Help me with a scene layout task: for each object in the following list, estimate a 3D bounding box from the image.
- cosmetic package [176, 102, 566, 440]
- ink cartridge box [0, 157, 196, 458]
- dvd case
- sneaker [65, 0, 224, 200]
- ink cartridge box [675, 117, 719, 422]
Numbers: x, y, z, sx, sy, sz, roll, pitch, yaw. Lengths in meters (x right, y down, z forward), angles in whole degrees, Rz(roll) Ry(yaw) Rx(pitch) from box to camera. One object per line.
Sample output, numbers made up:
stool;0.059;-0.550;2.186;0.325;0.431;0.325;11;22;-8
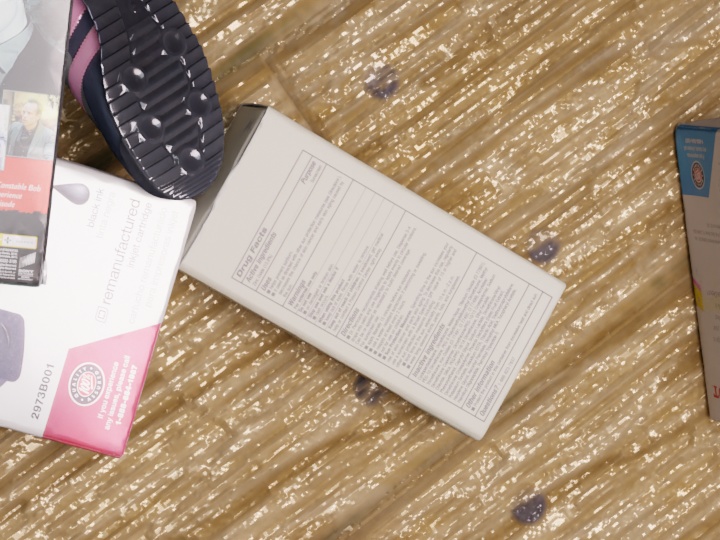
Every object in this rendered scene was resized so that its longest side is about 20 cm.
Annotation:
cosmetic package;0.000;0.000;1.579;0.200;0.071;0.105;32;87;-15
ink cartridge box;-0.207;0.002;1.518;0.199;0.084;0.145;16;89;-16
dvd case;-0.221;-0.097;1.444;0.145;0.022;0.201;4;98;-16
sneaker;-0.139;-0.122;1.516;0.070;0.082;0.201;-23;86;-33
ink cartridge box;0.268;0.009;1.623;0.125;0.129;0.201;-10;98;-14
